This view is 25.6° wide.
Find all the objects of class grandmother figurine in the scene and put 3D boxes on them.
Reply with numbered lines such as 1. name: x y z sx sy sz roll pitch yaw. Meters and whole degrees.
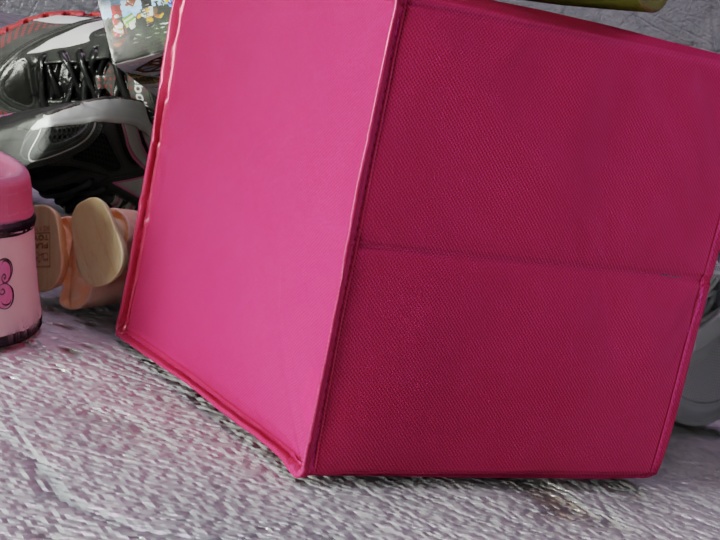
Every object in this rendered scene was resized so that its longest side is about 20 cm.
1. grandmother figurine: -0.098 -0.009 0.871 0.120 0.061 0.199 5 2 33

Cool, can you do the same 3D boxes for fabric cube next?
1. fabric cube: 0.028 -0.028 0.729 0.198 0.202 0.196 4 14 -34

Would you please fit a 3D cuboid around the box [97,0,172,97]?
1. box: -0.059 -0.135 0.899 0.135 0.038 0.200 -14 -3 3

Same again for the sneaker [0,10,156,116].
1. sneaker: -0.167 -0.132 1.041 0.198 0.072 0.098 -7 20 -7

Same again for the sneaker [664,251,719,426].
1. sneaker: 0.166 0.009 0.811 0.075 0.201 0.115 -31 25 -12

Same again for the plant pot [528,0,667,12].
1. plant pot: 0.032 -0.205 0.708 0.198 0.189 0.187 0 4 21

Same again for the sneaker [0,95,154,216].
1. sneaker: -0.146 -0.051 0.938 0.080 0.087 0.199 -8 -4 26

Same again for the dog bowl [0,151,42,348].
1. dog bowl: -0.239 -0.027 0.728 0.198 0.075 0.200 12 10 -2
